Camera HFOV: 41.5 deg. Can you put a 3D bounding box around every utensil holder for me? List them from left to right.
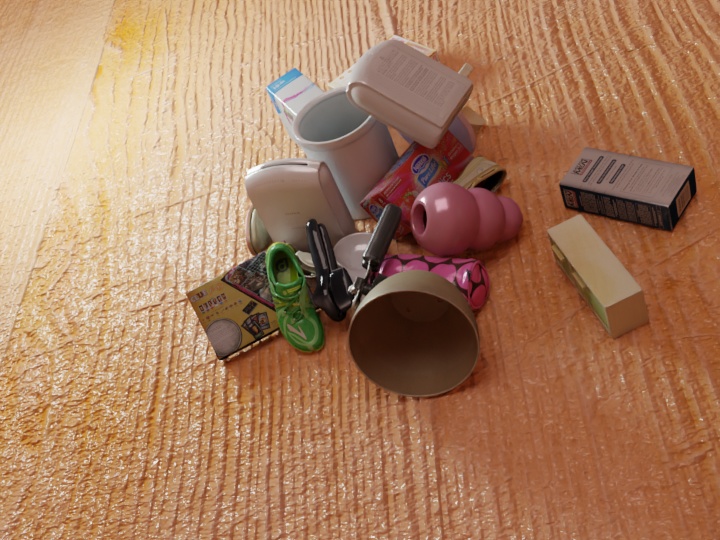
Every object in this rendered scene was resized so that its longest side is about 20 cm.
[{"bbox_3d":[-0.015,-0.222,1.811,0.169,0.200,0.170,-14,44,14],"label":"utensil holder"}]

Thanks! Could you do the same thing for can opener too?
[{"bbox_3d":[-0.056,-0.002,1.649,0.078,0.063,0.201,-25,55,12],"label":"can opener"},{"bbox_3d":[0.032,-0.017,1.586,0.066,0.053,0.201,18,65,3],"label":"can opener"}]

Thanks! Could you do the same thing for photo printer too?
[{"bbox_3d":[-0.112,-0.123,1.760,0.166,0.200,0.070,-3,46,23],"label":"photo printer"},{"bbox_3d":[0.082,-0.323,1.697,0.200,0.070,0.167,30,51,5],"label":"photo printer"}]

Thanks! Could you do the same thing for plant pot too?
[{"bbox_3d":[0.088,0.078,1.479,0.200,0.201,0.135,-11,29,17],"label":"plant pot"}]

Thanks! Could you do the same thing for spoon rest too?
[{"bbox_3d":[0.000,0.000,1.680,0.099,0.061,0.200,-7,46,4],"label":"spoon rest"}]

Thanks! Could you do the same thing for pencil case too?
[{"bbox_3d":[0.110,0.020,1.593,0.199,0.091,0.094,3,59,32],"label":"pencil case"}]

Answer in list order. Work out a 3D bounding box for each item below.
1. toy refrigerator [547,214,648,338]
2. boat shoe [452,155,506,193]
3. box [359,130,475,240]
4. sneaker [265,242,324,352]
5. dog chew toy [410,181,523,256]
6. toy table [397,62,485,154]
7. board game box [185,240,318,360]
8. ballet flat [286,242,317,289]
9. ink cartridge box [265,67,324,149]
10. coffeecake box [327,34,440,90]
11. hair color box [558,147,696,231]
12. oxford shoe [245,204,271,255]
[{"bbox_3d":[0.365,0.007,1.483,0.070,0.076,0.200,-26,42,1],"label":"toy refrigerator"},{"bbox_3d":[0.191,-0.125,1.704,0.066,0.074,0.200,21,65,36],"label":"boat shoe"},{"bbox_3d":[0.105,-0.163,1.742,0.200,0.100,0.095,-50,11,-24],"label":"box"},{"bbox_3d":[-0.120,0.047,1.626,0.074,0.084,0.201,-21,84,-1],"label":"sneaker"},{"bbox_3d":[0.187,-0.088,1.614,0.199,0.125,0.125,-2,35,-25],"label":"dog chew toy"},{"bbox_3d":[0.151,-0.310,1.851,0.184,0.200,0.117,-34,16,45],"label":"toy table"},{"bbox_3d":[-0.190,0.053,1.687,0.199,0.035,0.136,-27,84,-2],"label":"board game box"},{"bbox_3d":[-0.114,-0.015,1.751,0.200,0.067,0.068,17,56,38],"label":"ballet flat"},{"bbox_3d":[-0.101,-0.313,1.985,0.085,0.145,0.200,-35,42,-9],"label":"ink cartridge box"},{"bbox_3d":[0.056,-0.411,2.059,0.200,0.073,0.153,-41,43,-15],"label":"coffeecake box"},{"bbox_3d":[0.448,-0.139,1.599,0.200,0.061,0.100,18,58,38],"label":"hair color box"},{"bbox_3d":[-0.172,-0.110,1.875,0.074,0.071,0.200,-2,47,21],"label":"oxford shoe"}]
